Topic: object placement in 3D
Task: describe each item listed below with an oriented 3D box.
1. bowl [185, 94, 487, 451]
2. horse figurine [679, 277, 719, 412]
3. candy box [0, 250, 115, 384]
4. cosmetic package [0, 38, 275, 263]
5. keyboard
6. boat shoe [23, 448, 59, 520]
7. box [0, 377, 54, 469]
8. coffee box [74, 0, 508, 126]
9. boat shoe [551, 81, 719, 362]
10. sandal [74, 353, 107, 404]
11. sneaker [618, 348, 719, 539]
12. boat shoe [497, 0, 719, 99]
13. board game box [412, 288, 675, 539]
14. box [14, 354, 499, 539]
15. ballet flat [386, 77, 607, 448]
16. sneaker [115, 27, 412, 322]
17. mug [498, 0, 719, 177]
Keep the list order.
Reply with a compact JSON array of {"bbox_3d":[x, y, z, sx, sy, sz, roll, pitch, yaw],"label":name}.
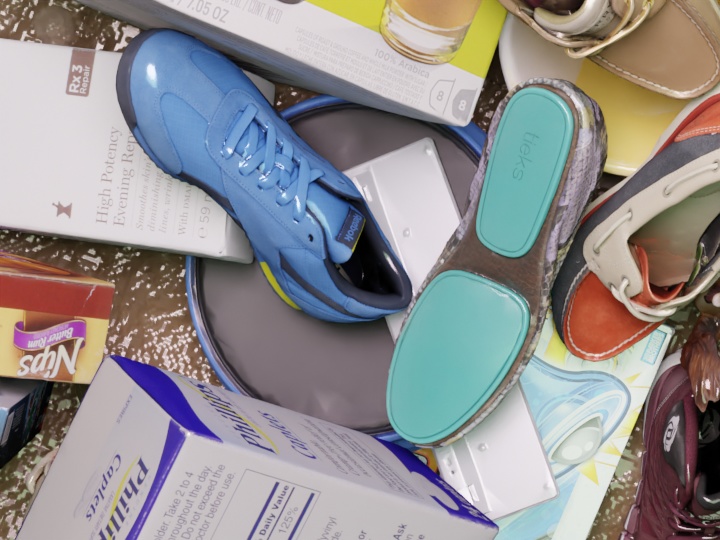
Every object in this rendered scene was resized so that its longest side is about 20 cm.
[{"bbox_3d":[0.000,0.000,1.330,0.199,0.039,0.202,-1,85,13],"label":"bowl"},{"bbox_3d":[0.232,-0.007,1.302,0.200,0.133,0.050,-40,89,-7],"label":"horse figurine"},{"bbox_3d":[-0.232,0.009,1.260,0.116,0.199,0.057,8,93,-45],"label":"candy box"},{"bbox_3d":[-0.151,-0.066,1.313,0.198,0.074,0.103,7,88,12],"label":"cosmetic package"},{"bbox_3d":[0.045,0.033,1.294,0.056,0.011,0.201,-20,81,5],"label":"keyboard"},{"bbox_3d":[-0.150,0.132,1.301,0.062,0.071,0.201,34,127,26],"label":"boat shoe"},{"bbox_3d":[-0.236,0.059,1.272,0.136,0.200,0.038,15,93,-1],"label":"box"},{"bbox_3d":[-0.042,-0.207,1.235,0.199,0.200,0.199,20,90,-33],"label":"coffee box"},{"bbox_3d":[0.154,-0.012,1.256,0.071,0.063,0.200,20,135,-15],"label":"boat shoe"},{"bbox_3d":[-0.073,0.115,1.354,0.070,0.077,0.212,-39,99,-31],"label":"sandal"},{"bbox_3d":[0.177,0.143,1.322,0.075,0.116,0.202,1,91,-1],"label":"sneaker"},{"bbox_3d":[0.100,-0.135,1.165,0.199,0.067,0.074,33,121,-25],"label":"boat shoe"},{"bbox_3d":[0.072,0.096,1.359,0.135,0.034,0.201,23,90,0],"label":"board game box"},{"bbox_3d":[-0.066,0.162,1.228,0.199,0.105,0.185,21,101,-35],"label":"box"},{"bbox_3d":[0.075,-0.002,1.250,0.072,0.072,0.202,22,105,-1],"label":"ballet flat"},{"bbox_3d":[-0.040,-0.047,1.228,0.200,0.078,0.066,50,64,-34],"label":"sneaker"},{"bbox_3d":[0.149,-0.136,1.299,0.148,0.154,0.188,13,124,1],"label":"mug"}]
